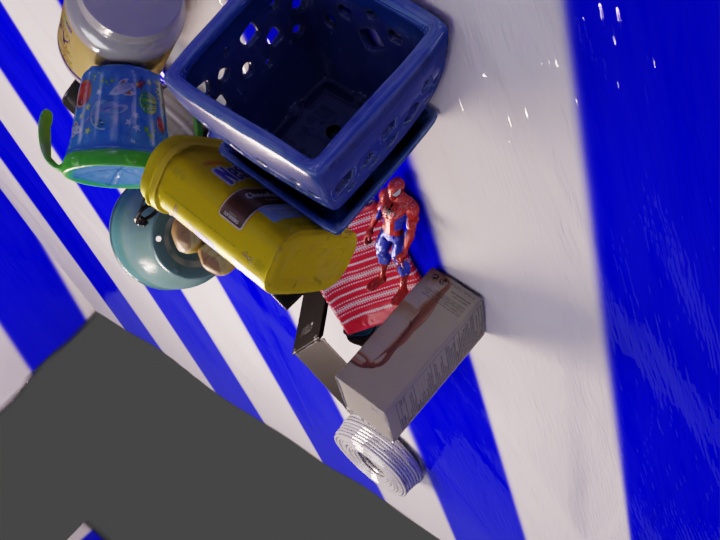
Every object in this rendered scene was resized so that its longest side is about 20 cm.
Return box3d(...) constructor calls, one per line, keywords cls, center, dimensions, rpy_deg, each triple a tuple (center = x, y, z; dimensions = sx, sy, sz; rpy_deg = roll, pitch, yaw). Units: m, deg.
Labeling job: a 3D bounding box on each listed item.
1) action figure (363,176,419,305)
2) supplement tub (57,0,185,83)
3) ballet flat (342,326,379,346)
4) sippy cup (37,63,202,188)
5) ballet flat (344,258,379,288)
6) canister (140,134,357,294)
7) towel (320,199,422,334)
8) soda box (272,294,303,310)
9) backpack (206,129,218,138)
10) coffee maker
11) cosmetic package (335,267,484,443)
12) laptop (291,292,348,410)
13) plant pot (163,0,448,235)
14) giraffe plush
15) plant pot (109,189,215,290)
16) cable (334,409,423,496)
box3d(cls="action figure", center=(0.039, -0.039, 1.271), dimensions=(0.065, 0.052, 0.201), rpy_deg=(35, 142, 27))
box3d(cls="supplement tub", center=(-0.298, -0.313, 1.263), dimensions=(0.145, 0.145, 0.200), rpy_deg=(46, 159, -8))
box3d(cls="ballet flat", center=(0.042, 0.101, 1.562), dimensions=(0.072, 0.068, 0.200), rpy_deg=(29, 166, -22))
box3d(cls="sippy cup", center=(-0.292, -0.176, 1.236), dimensions=(0.177, 0.131, 0.139), rpy_deg=(4, 172, -31))
box3d(cls="ballet flat", center=(-0.013, -0.002, 1.443), dimensions=(0.068, 0.068, 0.200), rpy_deg=(43, 160, -7))
box3d(cls="canister", center=(-0.117, -0.060, 1.092), dimensions=(0.200, 0.087, 0.148), rpy_deg=(37, -159, 27))
box3d(cls="towel", center=(0.000, 0.000, 1.372), dimensions=(0.144, 0.023, 0.200), rpy_deg=(-17, 128, 19))
box3d(cls="soda box", center=(-0.114, 0.009, 1.571), dimensions=(0.071, 0.063, 0.200), rpy_deg=(46, 180, -5))
box3d(cls="backpack", center=(-0.127, -0.128, 1.280), dimensions=(0.162, 0.168, 0.200), rpy_deg=(41, 154, -8))
box3d(cls="coffee maker", center=(-0.328, -0.205, 1.465), dimensions=(0.200, 0.192, 0.135), rpy_deg=(44, 176, 4))
box3d(cls="cosmetic package", center=(0.068, 0.109, 1.316), dimensions=(0.087, 0.200, 0.104), rpy_deg=(33, 157, 25))
box3d(cls="laptop", center=(-0.032, 0.107, 1.623), dimensions=(0.115, 0.201, 0.187), rpy_deg=(14, 164, -14))
box3d(cls="plant pot", center=(-0.041, -0.167, 1.006), dimensions=(0.200, 0.200, 0.180), rpy_deg=(35, 165, 21))
box3d(cls="giraffe plush", center=(-0.172, -0.082, 1.485), dimensions=(0.162, 0.199, 0.173), rpy_deg=(85, 166, -84))
box3d(cls="plant pot", center=(-0.287, -0.058, 1.620), dimensions=(0.200, 0.200, 0.188), rpy_deg=(51, 167, -19))
box3d(cls="cable", center=(0.037, 0.380, 2.088), dimensions=(0.200, 0.069, 0.200), rpy_deg=(31, 156, 32))
